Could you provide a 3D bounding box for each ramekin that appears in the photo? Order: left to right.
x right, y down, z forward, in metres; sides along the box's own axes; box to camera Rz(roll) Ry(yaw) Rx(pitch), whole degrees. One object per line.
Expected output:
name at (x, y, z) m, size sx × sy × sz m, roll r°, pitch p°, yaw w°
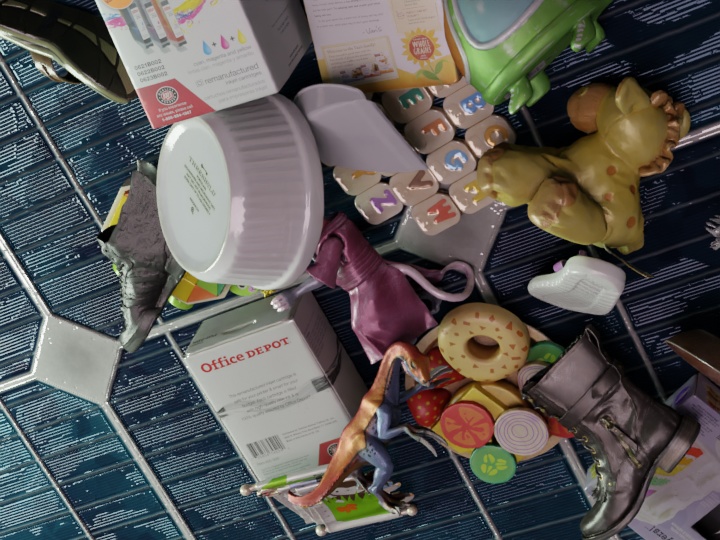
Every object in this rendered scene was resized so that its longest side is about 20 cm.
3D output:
ramekin at (-0.127, -0.077, 1.638) m, size 0.094 × 0.203 × 0.203 m, roll -5°, pitch 130°, yaw -33°

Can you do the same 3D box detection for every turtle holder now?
turtle holder at (0.157, -0.245, 1.524) m, size 0.132 × 0.141 × 0.186 m, roll 48°, pitch 128°, yaw 4°

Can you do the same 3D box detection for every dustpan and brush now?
dustpan and brush at (-0.041, -0.148, 1.659) m, size 0.199 × 0.058 × 0.140 m, roll -4°, pitch 151°, yaw 29°

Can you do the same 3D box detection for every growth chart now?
growth chart at (-0.027, 0.257, 1.867) m, size 0.144 × 0.018 × 0.200 m, roll -19°, pitch 149°, yaw 20°

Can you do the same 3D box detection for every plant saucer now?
plant saucer at (0.397, 0.117, 1.655) m, size 0.200 × 0.200 × 0.035 m, roll 37°, pitch 91°, yaw -8°

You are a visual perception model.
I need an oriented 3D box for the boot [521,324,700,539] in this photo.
boot at (0.242, 0.173, 1.740) m, size 0.174 × 0.069 × 0.200 m, roll 35°, pitch 111°, yaw 1°

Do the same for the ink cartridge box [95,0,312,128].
ink cartridge box at (-0.158, -0.269, 1.588) m, size 0.145 × 0.145 × 0.201 m, roll -14°, pitch 114°, yaw 22°

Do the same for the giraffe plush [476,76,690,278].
giraffe plush at (0.232, -0.111, 1.585) m, size 0.199 × 0.173 × 0.163 m, roll 29°, pitch 101°, yaw 9°

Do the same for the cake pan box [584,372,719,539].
cake pan box at (0.375, 0.234, 1.795) m, size 0.200 × 0.052 × 0.184 m, roll 40°, pitch 123°, yaw -9°

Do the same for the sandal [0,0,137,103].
sandal at (-0.311, -0.232, 1.699) m, size 0.200 × 0.080 × 0.057 m, roll 29°, pitch 140°, yaw 5°

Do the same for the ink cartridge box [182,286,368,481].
ink cartridge box at (-0.082, 0.132, 1.835) m, size 0.146 × 0.083 × 0.201 m, roll -19°, pitch 114°, yaw 23°

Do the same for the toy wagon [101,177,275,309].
toy wagon at (-0.179, -0.026, 1.795) m, size 0.199 × 0.040 × 0.156 m, roll 29°, pitch 123°, yaw -3°

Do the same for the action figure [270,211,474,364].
action figure at (0.000, 0.000, 1.709) m, size 0.149 × 0.134 × 0.200 m, roll -32°, pitch 110°, yaw 27°

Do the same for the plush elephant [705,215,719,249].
plush elephant at (0.438, 0.016, 1.592) m, size 0.199 × 0.165 × 0.155 m, roll -1°, pitch 128°, yaw 14°

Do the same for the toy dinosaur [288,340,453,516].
toy dinosaur at (0.020, 0.162, 1.707) m, size 0.199 × 0.105 × 0.182 m, roll -14°, pitch 118°, yaw -13°

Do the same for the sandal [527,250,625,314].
sandal at (0.227, 0.006, 1.651) m, size 0.082 × 0.203 × 0.050 m, roll 23°, pitch 80°, yaw -7°

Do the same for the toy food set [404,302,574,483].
toy food set at (0.145, 0.134, 1.797) m, size 0.198 × 0.049 × 0.200 m, roll 36°, pitch 121°, yaw -7°

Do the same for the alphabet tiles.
alphabet tiles at (0.052, -0.132, 1.689) m, size 0.195 × 0.015 × 0.200 m, roll -29°, pitch 108°, yaw 27°

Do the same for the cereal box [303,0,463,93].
cereal box at (0.014, -0.272, 1.590) m, size 0.143 × 0.040 × 0.201 m, roll -3°, pitch 114°, yaw 22°

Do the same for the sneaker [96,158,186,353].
sneaker at (-0.239, -0.012, 1.764) m, size 0.104 × 0.060 × 0.200 m, roll 31°, pitch 117°, yaw -6°
